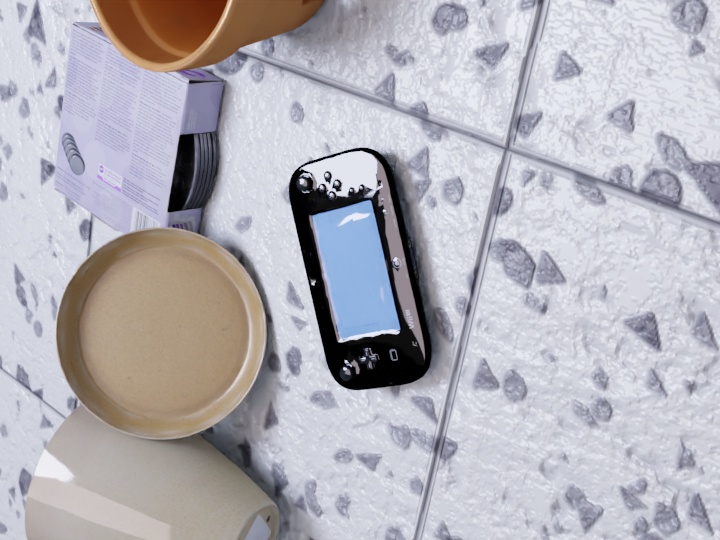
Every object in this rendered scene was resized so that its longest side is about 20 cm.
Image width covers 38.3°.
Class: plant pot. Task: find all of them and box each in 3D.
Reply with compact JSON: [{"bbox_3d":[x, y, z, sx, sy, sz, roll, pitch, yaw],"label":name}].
[{"bbox_3d":[-0.114,-0.264,0.847,0.200,0.140,0.201,10,105,39],"label":"plant pot"},{"bbox_3d":[-0.187,0.234,1.013,0.200,0.187,0.188,17,111,24],"label":"plant pot"},{"bbox_3d":[-0.188,0.059,0.990,0.200,0.027,0.201,0,88,0],"label":"plant pot"}]

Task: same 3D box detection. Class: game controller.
[{"bbox_3d":[0.000,0.000,0.871,0.104,0.042,0.200,-12,92,42],"label":"game controller"}]

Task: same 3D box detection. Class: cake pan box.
[{"bbox_3d":[-0.226,-0.132,1.036,0.200,0.052,0.185,29,119,34],"label":"cake pan box"}]
